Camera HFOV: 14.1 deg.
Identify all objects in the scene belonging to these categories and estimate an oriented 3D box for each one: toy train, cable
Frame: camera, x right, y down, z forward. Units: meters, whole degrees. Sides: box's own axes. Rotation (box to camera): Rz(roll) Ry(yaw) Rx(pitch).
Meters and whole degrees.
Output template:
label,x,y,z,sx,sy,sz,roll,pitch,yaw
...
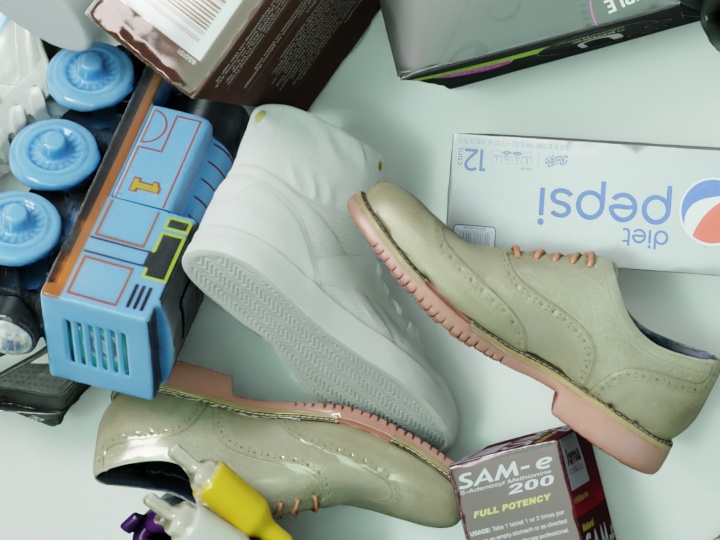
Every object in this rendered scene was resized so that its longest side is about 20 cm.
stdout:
label,x,y,z,sx,sy,sz,roll,pitch,yaw
toy train,-0.122,-0.032,1.469,0.114,0.087,0.201,15,52,9
cable,-0.028,0.166,1.444,0.199,0.050,0.098,25,79,-15

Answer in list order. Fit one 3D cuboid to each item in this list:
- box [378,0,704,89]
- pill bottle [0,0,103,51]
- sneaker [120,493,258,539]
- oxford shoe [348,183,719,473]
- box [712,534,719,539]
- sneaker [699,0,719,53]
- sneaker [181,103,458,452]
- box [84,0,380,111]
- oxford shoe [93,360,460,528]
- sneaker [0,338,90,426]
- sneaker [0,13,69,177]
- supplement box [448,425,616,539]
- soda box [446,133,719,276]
label,x,y,z,sx,sy,sz,roll,pitch,yaw
box,0.075,-0.205,1.439,0.148,0.124,0.201,-14,89,14
pill bottle,-0.115,-0.215,1.433,0.114,0.114,0.200,32,76,11
sneaker,-0.038,0.186,1.497,0.200,0.088,0.075,32,99,11
oxford shoe,0.084,0.012,1.411,0.200,0.071,0.074,37,101,-10
box,0.270,0.184,1.442,0.160,0.049,0.200,-41,82,13
sneaker,0.247,-0.118,1.378,0.199,0.084,0.075,-7,87,47
sneaker,0.000,0.000,1.468,0.073,0.200,0.116,-5,53,38
box,-0.051,-0.140,1.433,0.075,0.200,0.100,38,99,13
oxford shoe,-0.040,0.107,1.488,0.199,0.071,0.074,14,59,9
sneaker,-0.190,0.045,1.527,0.199,0.067,0.091,-10,110,-3
sneaker,-0.197,-0.089,1.533,0.080,0.076,0.201,20,96,18
supplement box,0.104,0.182,1.451,0.061,0.109,0.201,-15,89,13
soda box,0.146,-0.032,1.455,0.199,0.068,0.064,4,93,13
